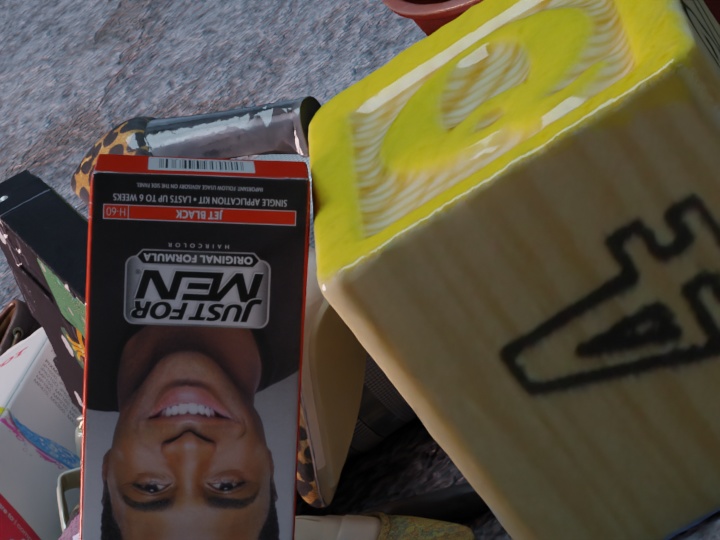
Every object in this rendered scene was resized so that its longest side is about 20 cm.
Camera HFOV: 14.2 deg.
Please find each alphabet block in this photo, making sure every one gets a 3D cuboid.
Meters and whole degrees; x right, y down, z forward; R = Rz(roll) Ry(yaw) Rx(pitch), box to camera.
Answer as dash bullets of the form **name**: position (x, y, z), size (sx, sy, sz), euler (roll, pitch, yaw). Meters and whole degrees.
- **alphabet block**: position (0.110, -0.011, 1.323), size (0.196, 0.200, 0.196), euler (-33, 22, 11)

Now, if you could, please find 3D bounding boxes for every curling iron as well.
- **curling iron**: position (-0.011, 0.128, 1.435), size (0.199, 0.050, 0.026), euler (-12, 49, 24)

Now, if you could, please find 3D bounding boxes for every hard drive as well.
- **hard drive**: position (-0.123, 0.040, 1.461), size (0.038, 0.140, 0.200), euler (-29, 28, -13)

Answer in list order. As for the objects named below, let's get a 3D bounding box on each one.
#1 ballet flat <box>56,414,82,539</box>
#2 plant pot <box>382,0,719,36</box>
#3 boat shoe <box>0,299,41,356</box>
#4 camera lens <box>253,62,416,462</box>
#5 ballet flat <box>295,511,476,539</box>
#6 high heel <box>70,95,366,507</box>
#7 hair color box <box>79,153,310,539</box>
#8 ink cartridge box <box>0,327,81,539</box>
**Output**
- **ballet flat**: position (-0.126, 0.107, 1.557), size (0.071, 0.070, 0.200), euler (-3, 27, 12)
- **plant pot**: position (0.146, -0.122, 1.487), size (0.200, 0.196, 0.201), euler (-32, 23, 15)
- **boat shoe**: position (-0.262, 0.100, 1.828), size (0.200, 0.072, 0.072), euler (-49, 25, -25)
- **camera lens**: position (0.000, 0.000, 1.515), size (0.199, 0.160, 0.160), euler (-35, 23, 7)
- **ballet flat**: position (-0.039, 0.153, 1.405), size (0.199, 0.071, 0.071), euler (-24, 26, 30)
- **high heel**: position (-0.072, 0.020, 1.424), size (0.142, 0.201, 0.071), euler (-8, -3, 28)
- **hair color box**: position (-0.076, 0.051, 1.319), size (0.101, 0.201, 0.061), euler (1, 10, -3)
- **ink cartridge box**: position (-0.228, 0.139, 1.652), size (0.147, 0.086, 0.200), euler (-31, 16, 29)
